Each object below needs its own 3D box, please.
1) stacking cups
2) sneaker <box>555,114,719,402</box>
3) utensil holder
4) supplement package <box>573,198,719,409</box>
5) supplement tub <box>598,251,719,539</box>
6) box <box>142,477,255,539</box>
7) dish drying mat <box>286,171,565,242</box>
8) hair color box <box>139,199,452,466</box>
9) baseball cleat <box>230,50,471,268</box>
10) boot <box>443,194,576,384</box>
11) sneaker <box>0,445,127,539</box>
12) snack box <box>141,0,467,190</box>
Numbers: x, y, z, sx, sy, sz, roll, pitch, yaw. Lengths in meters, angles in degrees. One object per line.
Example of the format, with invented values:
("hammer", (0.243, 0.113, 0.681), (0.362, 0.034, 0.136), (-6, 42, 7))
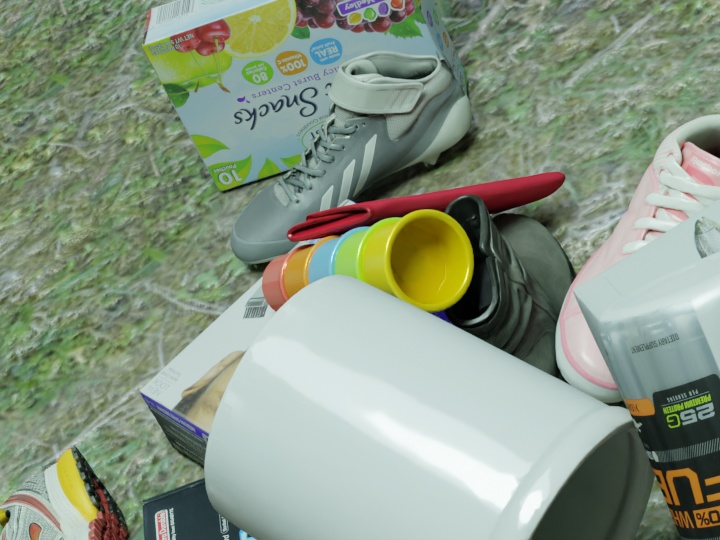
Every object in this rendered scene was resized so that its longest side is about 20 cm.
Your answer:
("stacking cups", (0.000, 0.000, 1.538), (0.060, 0.061, 0.200), (-44, 14, -20))
("sneaker", (0.186, -0.018, 1.545), (0.075, 0.105, 0.201), (30, 57, 11))
("utensil holder", (0.037, 0.114, 1.393), (0.199, 0.170, 0.170), (28, 61, 24))
("supplement package", (0.246, 0.027, 1.454), (0.199, 0.118, 0.117), (-32, 37, -4))
("supplement tub", (0.213, 0.092, 1.314), (0.122, 0.201, 0.123), (-23, 3, 1))
("box", (-0.048, 0.193, 1.504), (0.158, 0.046, 0.201), (-21, 38, 9))
("dish drying mat", (0.045, -0.042, 1.622), (0.076, 0.018, 0.199), (-15, -4, 43))
("hair color box", (-0.034, 0.051, 1.650), (0.200, 0.065, 0.109), (-45, 41, -18))
("baseball cleat", (-0.019, -0.088, 1.767), (0.199, 0.107, 0.070), (-35, 42, -6))
("boot", (0.089, -0.002, 1.576), (0.067, 0.131, 0.201), (-18, 38, 12))
("sneaker", (-0.184, 0.194, 1.576), (0.082, 0.078, 0.200), (-32, 27, 1))
("snack box", (-0.039, -0.151, 1.823), (0.199, 0.143, 0.053), (-17, 37, 15))
